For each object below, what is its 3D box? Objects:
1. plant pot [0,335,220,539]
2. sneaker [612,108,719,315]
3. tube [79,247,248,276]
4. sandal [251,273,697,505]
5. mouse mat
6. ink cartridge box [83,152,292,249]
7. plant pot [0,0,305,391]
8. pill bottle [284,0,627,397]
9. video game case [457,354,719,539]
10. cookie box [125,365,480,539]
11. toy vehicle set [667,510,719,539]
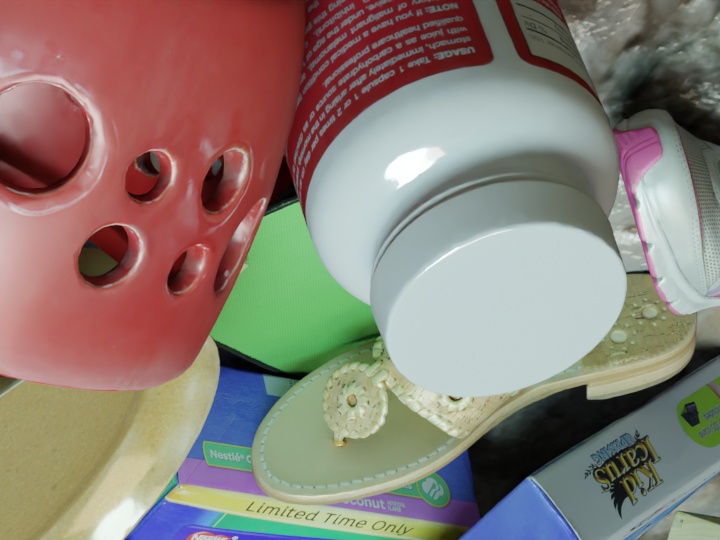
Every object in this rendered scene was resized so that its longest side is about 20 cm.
[{"bbox_3d":[-0.135,0.084,1.016,0.200,0.027,0.200,-38,159,-17],"label":"plant pot"},{"bbox_3d":[0.175,-0.021,1.168,0.088,0.082,0.200,-28,146,23],"label":"sneaker"},{"bbox_3d":[-0.113,0.016,1.042,0.058,0.052,0.200,0,176,25],"label":"tube"},{"bbox_3d":[0.048,0.032,1.205,0.211,0.078,0.070,-17,140,-10],"label":"sandal"},{"bbox_3d":[0.000,0.000,1.171,0.160,0.008,0.200,-22,157,18],"label":"mouse mat"},{"bbox_3d":[-0.089,-0.050,1.105,0.199,0.050,0.162,-17,142,17],"label":"ink cartridge box"},{"bbox_3d":[-0.108,-0.086,0.919,0.200,0.200,0.183,19,106,-30],"label":"plant pot"},{"bbox_3d":[0.026,-0.057,0.979,0.112,0.201,0.113,-10,139,-9],"label":"pill bottle"},{"bbox_3d":[0.084,0.133,1.290,0.181,0.046,0.200,-25,163,-49],"label":"video game case"},{"bbox_3d":[-0.067,0.133,1.313,0.171,0.075,0.200,12,139,-32],"label":"cookie box"},{"bbox_3d":[0.253,0.154,1.341,0.124,0.027,0.200,17,-178,41],"label":"toy vehicle set"}]
